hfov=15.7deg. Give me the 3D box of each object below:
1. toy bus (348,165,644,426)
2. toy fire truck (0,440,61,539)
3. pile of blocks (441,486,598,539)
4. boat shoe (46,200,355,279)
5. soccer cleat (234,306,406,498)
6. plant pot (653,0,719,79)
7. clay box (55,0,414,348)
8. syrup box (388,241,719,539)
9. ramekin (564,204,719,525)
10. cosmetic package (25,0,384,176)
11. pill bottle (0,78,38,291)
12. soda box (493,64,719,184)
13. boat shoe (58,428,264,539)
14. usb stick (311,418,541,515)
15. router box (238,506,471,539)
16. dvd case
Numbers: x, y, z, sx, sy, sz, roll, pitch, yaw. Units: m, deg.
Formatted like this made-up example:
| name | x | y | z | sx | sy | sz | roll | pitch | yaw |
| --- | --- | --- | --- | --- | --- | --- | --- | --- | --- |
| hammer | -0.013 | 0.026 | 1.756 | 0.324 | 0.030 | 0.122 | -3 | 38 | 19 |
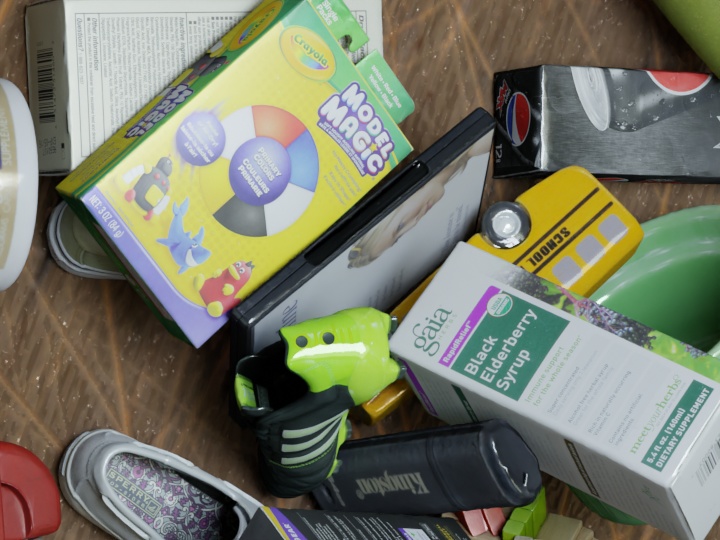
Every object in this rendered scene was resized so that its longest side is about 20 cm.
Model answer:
| name | x | y | z | sx | sy | sz | roll | pitch | yaw |
| --- | --- | --- | --- | --- | --- | --- | --- | --- | --- |
| toy bus | 0.074 | 0.023 | 1.580 | 0.200 | 0.065 | 0.078 | -43 | 82 | -13 |
| toy fire truck | -0.185 | 0.177 | 1.459 | 0.199 | 0.128 | 0.177 | -8 | 97 | -42 |
| pile of blocks | 0.125 | 0.173 | 1.550 | 0.082 | 0.200 | 0.062 | -32 | 135 | -30 |
| boat shoe | -0.083 | -0.018 | 1.527 | 0.199 | 0.062 | 0.073 | -3 | 91 | -27 |
| soccer cleat | -0.039 | 0.075 | 1.486 | 0.081 | 0.200 | 0.068 | -2 | 64 | -20 |
| plant pot | 0.230 | -0.223 | 1.605 | 0.186 | 0.187 | 0.201 | -26 | 99 | -23 |
| clay box | -0.059 | -0.067 | 1.467 | 0.200 | 0.048 | 0.115 | -43 | 114 | -12 |
| syrup box | 0.119 | 0.067 | 1.454 | 0.079 | 0.199 | 0.082 | -54 | 147 | -16 |
| ramekin | 0.188 | 0.062 | 1.589 | 0.200 | 0.200 | 0.098 | -45 | 115 | -19 |
| cosmetic package | -0.089 | -0.109 | 1.518 | 0.199 | 0.073 | 0.104 | -2 | 92 | -26 |
| pill bottle | -0.284 | -0.049 | 1.399 | 0.199 | 0.120 | 0.121 | 1 | 90 | -26 |
| soda box | 0.185 | -0.092 | 1.657 | 0.199 | 0.063 | 0.071 | 1 | 90 | -26 |
| boat shoe | -0.083 | 0.155 | 1.524 | 0.200 | 0.068 | 0.072 | 41 | 74 | -20 |
| usb stick | 0.032 | 0.118 | 1.507 | 0.033 | 0.200 | 0.056 | -43 | 106 | -31 |
| router box | -0.035 | 0.227 | 1.477 | 0.157 | 0.052 | 0.201 | 8 | 122 | -44 |
| dvd case | 0.000 | 0.000 | 1.533 | 0.200 | 0.143 | 0.018 | -40 | 72 | -20 |
